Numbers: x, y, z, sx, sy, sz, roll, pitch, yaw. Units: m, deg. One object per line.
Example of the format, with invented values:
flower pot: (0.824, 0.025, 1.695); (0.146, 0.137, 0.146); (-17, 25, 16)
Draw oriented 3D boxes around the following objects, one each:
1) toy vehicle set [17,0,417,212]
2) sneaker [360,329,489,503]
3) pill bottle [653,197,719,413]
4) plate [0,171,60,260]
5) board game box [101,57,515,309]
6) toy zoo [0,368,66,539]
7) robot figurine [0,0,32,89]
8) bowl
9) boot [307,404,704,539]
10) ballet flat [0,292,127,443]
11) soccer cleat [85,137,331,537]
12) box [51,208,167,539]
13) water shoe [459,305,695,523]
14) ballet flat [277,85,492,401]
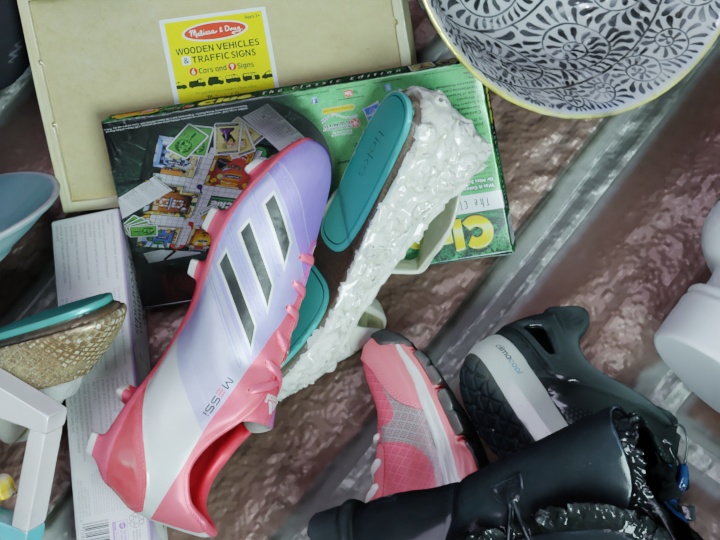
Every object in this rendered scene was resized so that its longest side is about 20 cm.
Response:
toy vehicle set: (-0.070, -0.102, 1.141); (0.200, 0.027, 0.124); (-5, 112, 7)
sneaker: (0.026, 0.121, 1.052); (0.087, 0.074, 0.200); (-24, 65, 4)
pill bottle: (0.233, -0.018, 1.035); (0.120, 0.120, 0.200); (35, 79, 23)
plate: (-0.247, -0.003, 1.127); (0.200, 0.200, 0.026); (-15, 107, 7)
board game box: (-0.026, -0.045, 1.128); (0.200, 0.023, 0.105); (-8, 103, 9)
toy zoo: (-0.217, 0.113, 1.082); (0.131, 0.020, 0.200); (17, 106, 19)
robot figurine: (-0.244, -0.142, 1.160); (0.150, 0.200, 0.125); (-34, 87, 42)
bowl: (0.088, -0.177, 1.085); (0.201, 0.201, 0.094); (-56, 26, -12)
boot: (0.077, 0.173, 0.956); (0.168, 0.076, 0.200); (-19, 77, 21)
ballet flat: (-0.193, 0.059, 1.115); (0.200, 0.070, 0.065); (-12, 94, 34)
soccer cleat: (-0.057, 0.033, 1.061); (0.076, 0.067, 0.200); (31, 90, 18)
box: (-0.129, 0.067, 1.128); (0.041, 0.039, 0.200); (-12, 66, 7)
water shoe: (0.131, 0.100, 1.036); (0.079, 0.072, 0.200); (-31, 74, -22)
ballet flat: (0.000, 0.000, 1.097); (0.072, 0.072, 0.200); (44, 111, 24)
